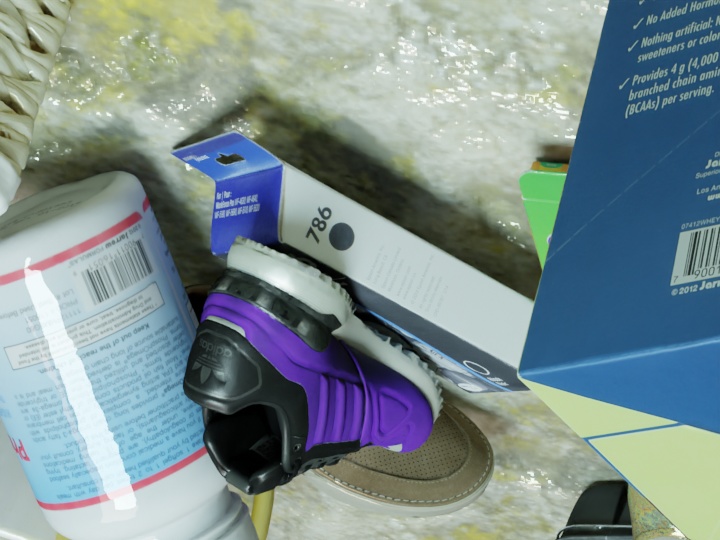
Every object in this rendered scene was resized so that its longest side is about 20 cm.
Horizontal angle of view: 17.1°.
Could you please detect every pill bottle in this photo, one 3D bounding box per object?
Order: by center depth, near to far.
[{"bbox_3d":[-0.123,0.062,1.182,0.108,0.109,0.201,-12,106,37],"label":"pill bottle"}]

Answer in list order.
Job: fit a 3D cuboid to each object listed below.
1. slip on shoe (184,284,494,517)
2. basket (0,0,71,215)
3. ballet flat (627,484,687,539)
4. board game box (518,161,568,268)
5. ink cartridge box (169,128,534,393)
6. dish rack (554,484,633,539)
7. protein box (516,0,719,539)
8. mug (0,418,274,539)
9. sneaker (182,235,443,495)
[{"bbox_3d":[-0.018,0.064,1.251,0.199,0.076,0.061,29,146,-3],"label":"slip on shoe"},{"bbox_3d":[-0.245,-0.090,1.071,0.199,0.124,0.136,-14,136,38],"label":"basket"},{"bbox_3d":[0.177,0.175,1.239,0.070,0.071,0.201,1,134,23],"label":"ballet flat"},{"bbox_3d":[0.137,0.011,1.135,0.095,0.030,0.200,5,149,20],"label":"board game box"},{"bbox_3d":[0.000,0.000,1.147,0.199,0.039,0.099,30,167,-18],"label":"ink cartridge box"},{"bbox_3d":[0.207,0.191,1.340,0.152,0.055,0.201,-2,137,28],"label":"dish rack"},{"bbox_3d":[0.191,-0.024,0.894,0.198,0.201,0.135,-13,138,38],"label":"protein box"},{"bbox_3d":[-0.158,0.117,1.316,0.186,0.154,0.149,34,144,-26],"label":"mug"},{"bbox_3d":[-0.031,0.064,1.142,0.069,0.100,0.200,19,167,31],"label":"sneaker"}]
